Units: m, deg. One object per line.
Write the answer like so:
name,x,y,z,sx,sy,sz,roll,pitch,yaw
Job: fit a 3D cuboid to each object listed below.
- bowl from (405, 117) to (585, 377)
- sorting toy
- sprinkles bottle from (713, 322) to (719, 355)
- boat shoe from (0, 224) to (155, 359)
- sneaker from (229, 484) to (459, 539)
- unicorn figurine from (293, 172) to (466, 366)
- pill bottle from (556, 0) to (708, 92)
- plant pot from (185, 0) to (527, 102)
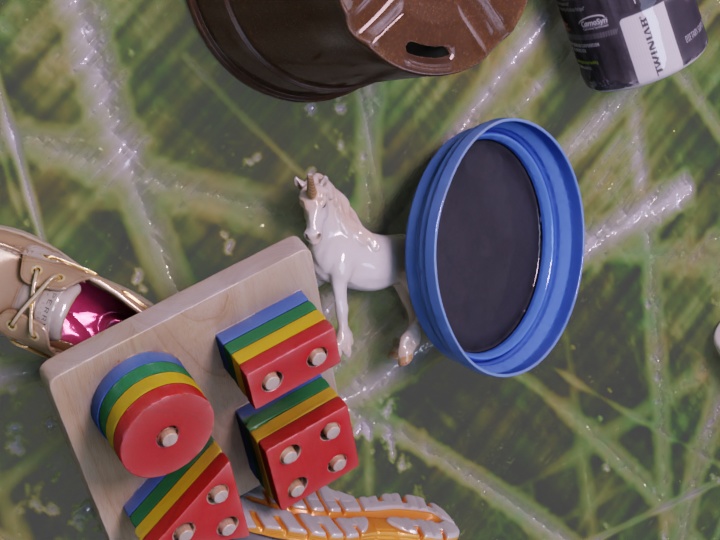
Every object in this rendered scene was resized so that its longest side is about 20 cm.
bowl,0.107,-0.018,1.042,0.200,0.039,0.203,-5,97,-48
sorting toy,-0.097,0.109,0.924,0.198,0.070,0.201,-28,136,-19
sprinkles bottle,0.401,0.124,1.240,0.068,0.068,0.201,-42,115,-15
boat shoe,-0.208,0.022,0.897,0.199,0.069,0.074,22,89,-29
sneaker,-0.018,0.217,1.033,0.198,0.078,0.078,13,111,-23
unicorn figurine,0.000,0.000,1.012,0.199,0.073,0.139,4,97,-45
pill bottle,0.197,-0.252,1.044,0.106,0.106,0.201,-32,112,-19
plant pot,0.005,-0.210,0.898,0.198,0.198,0.203,-6,102,-28
